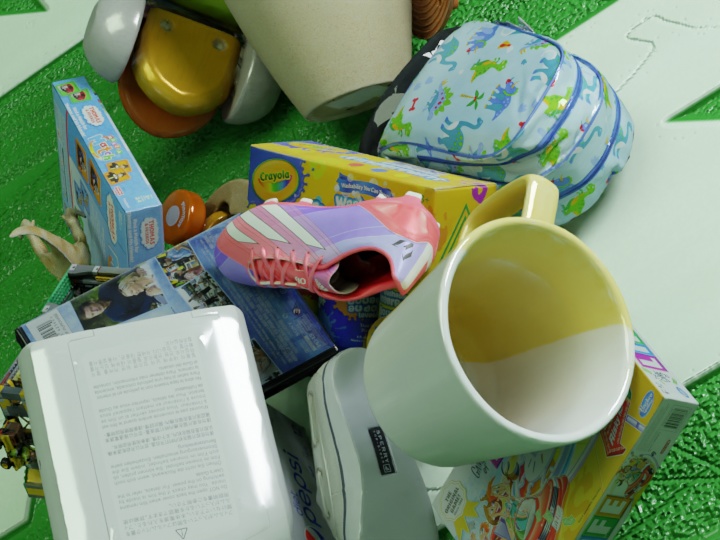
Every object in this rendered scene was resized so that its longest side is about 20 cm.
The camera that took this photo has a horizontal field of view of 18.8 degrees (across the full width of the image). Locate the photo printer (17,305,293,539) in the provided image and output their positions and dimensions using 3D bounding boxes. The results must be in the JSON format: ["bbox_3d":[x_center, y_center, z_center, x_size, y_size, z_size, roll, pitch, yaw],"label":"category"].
[{"bbox_3d":[-0.139,0.134,1.509,0.165,0.070,0.201,-11,67,-12],"label":"photo printer"}]

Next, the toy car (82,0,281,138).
[{"bbox_3d":[-0.155,-0.209,1.927,0.150,0.174,0.201,133,153,-59],"label":"toy car"}]

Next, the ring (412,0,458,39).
[{"bbox_3d":[0.053,-0.293,1.808,0.019,0.201,0.201,-7,43,-18],"label":"ring"}]

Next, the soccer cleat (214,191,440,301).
[{"bbox_3d":[-0.033,-0.009,1.552,0.199,0.067,0.077,-7,42,35],"label":"soccer cleat"}]

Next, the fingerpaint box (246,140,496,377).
[{"bbox_3d":[0.000,0.000,1.641,0.199,0.073,0.168,17,106,43],"label":"fingerpaint box"}]

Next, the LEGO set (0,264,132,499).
[{"bbox_3d":[-0.191,0.090,1.710,0.115,0.155,0.200,4,34,24],"label":"LEGO set"}]

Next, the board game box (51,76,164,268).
[{"bbox_3d":[-0.213,-0.048,1.850,0.036,0.152,0.200,-14,41,-18],"label":"board game box"}]

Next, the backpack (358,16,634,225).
[{"bbox_3d":[0.110,-0.110,1.656,0.199,0.154,0.163,28,71,33],"label":"backpack"}]

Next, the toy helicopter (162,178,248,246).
[{"bbox_3d":[-0.101,0.023,1.762,0.132,0.079,0.202,-11,69,46],"label":"toy helicopter"}]

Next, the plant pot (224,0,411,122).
[{"bbox_3d":[-0.032,-0.233,1.805,0.186,0.187,0.201,-22,80,25],"label":"plant pot"}]

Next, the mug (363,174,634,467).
[{"bbox_3d":[0.089,0.050,1.444,0.186,0.150,0.153,-42,5,-35],"label":"mug"}]

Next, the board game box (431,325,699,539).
[{"bbox_3d":[0.135,0.127,1.477,0.201,0.034,0.135,-61,39,22],"label":"board game box"}]

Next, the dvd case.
[{"bbox_3d":[-0.135,0.055,1.605,0.199,0.018,0.143,-28,65,-19],"label":"dvd case"}]

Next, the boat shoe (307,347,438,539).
[{"bbox_3d":[0.001,0.160,1.570,0.070,0.071,0.201,-32,69,55],"label":"boat shoe"}]

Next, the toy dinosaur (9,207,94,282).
[{"bbox_3d":[-0.241,-0.008,1.809,0.058,0.200,0.101,-31,50,-4],"label":"toy dinosaur"}]

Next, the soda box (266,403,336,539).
[{"bbox_3d":[-0.062,0.192,1.614,0.063,0.068,0.201,-36,45,18],"label":"soda box"}]
